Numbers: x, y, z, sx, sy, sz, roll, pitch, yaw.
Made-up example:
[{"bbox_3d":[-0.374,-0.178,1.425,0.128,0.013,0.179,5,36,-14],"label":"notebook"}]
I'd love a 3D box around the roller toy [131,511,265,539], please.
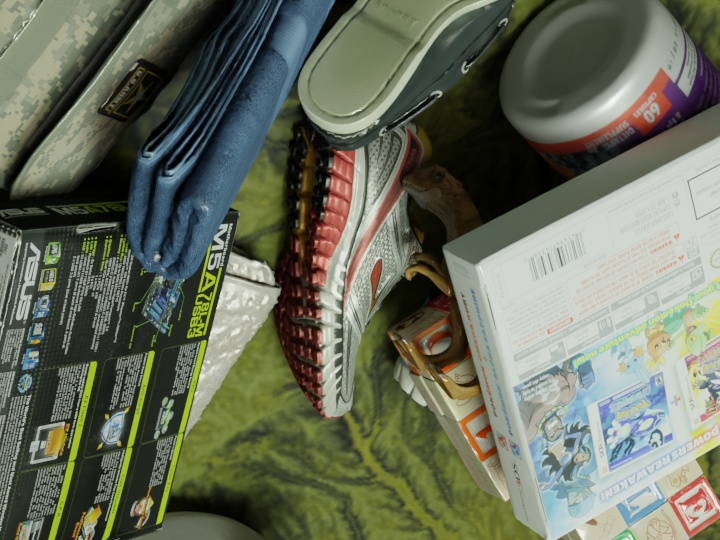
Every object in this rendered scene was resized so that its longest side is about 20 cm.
[{"bbox_3d":[-0.109,0.257,1.368,0.199,0.140,0.183,-16,130,-15],"label":"roller toy"}]

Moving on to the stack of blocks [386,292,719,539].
[{"bbox_3d":[0.118,0.092,1.327,0.115,0.059,0.201,-33,101,-9],"label":"stack of blocks"}]

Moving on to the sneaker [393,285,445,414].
[{"bbox_3d":[0.123,0.043,1.384,0.199,0.078,0.090,0,116,-23],"label":"sneaker"}]

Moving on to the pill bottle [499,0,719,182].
[{"bbox_3d":[0.180,-0.071,1.316,0.111,0.112,0.200,-43,126,6],"label":"pill bottle"}]

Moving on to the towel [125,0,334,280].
[{"bbox_3d":[-0.064,-0.097,1.155,0.048,0.201,0.112,25,152,0],"label":"towel"}]

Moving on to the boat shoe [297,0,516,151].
[{"bbox_3d":[0.043,-0.141,1.237,0.200,0.074,0.066,-52,161,-17],"label":"boat shoe"}]

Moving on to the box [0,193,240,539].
[{"bbox_3d":[-0.156,0.059,1.187,0.193,0.047,0.201,-11,119,-60],"label":"box"}]

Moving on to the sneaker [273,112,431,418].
[{"bbox_3d":[0.000,0.000,1.305,0.082,0.078,0.201,-3,121,-23],"label":"sneaker"}]

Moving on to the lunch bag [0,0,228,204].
[{"bbox_3d":[-0.170,-0.132,1.132,0.164,0.118,0.200,-51,133,7],"label":"lunch bag"}]

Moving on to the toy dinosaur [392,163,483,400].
[{"bbox_3d":[0.083,0.032,1.253,0.106,0.060,0.200,-39,102,-9],"label":"toy dinosaur"}]

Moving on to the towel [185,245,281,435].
[{"bbox_3d":[-0.145,0.058,1.305,0.132,0.035,0.200,23,109,-31],"label":"towel"}]

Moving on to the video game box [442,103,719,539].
[{"bbox_3d":[0.156,0.028,1.240,0.199,0.047,0.183,-26,115,-21],"label":"video game box"}]
